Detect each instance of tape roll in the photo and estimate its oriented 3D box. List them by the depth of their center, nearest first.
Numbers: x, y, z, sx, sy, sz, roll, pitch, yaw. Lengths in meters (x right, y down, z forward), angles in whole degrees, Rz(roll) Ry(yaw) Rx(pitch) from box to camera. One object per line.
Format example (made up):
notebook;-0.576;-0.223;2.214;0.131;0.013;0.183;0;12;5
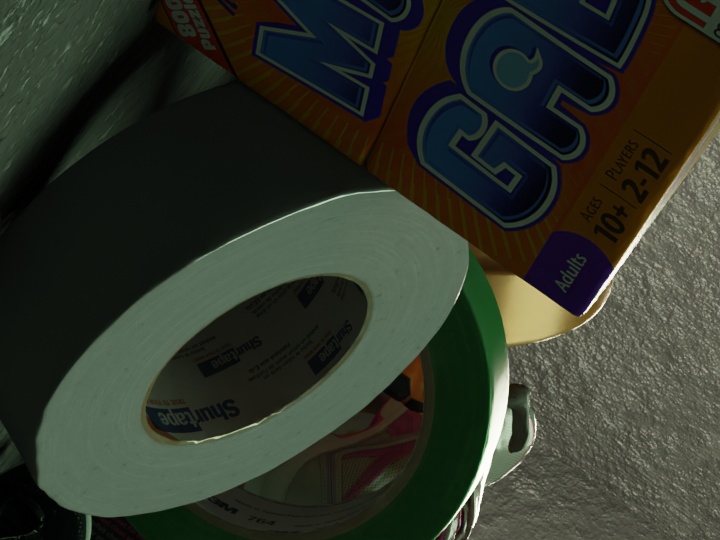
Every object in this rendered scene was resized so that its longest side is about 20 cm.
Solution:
tape roll;-0.056;0.013;0.950;0.200;0.066;0.200;-27;153;-15
tape roll;-0.033;0.048;1.084;0.201;0.200;0.048;-57;175;17

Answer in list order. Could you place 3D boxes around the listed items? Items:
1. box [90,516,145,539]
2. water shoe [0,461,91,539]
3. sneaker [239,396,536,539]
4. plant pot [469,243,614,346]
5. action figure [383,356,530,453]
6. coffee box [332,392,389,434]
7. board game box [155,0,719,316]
box;-0.121;0.140;1.284;0.200;0.122;0.106;-55;172;-1
water shoe;-0.185;0.150;1.089;0.200;0.071;0.079;-51;171;-40
sneaker;0.030;0.117;1.238;0.200;0.088;0.082;-21;130;-41
plant pot;0.043;-0.074;1.154;0.200;0.200;0.140;-46;154;-55
action figure;0.000;0.000;1.239;0.105;0.193;0.200;-56;-161;36
coffee box;-0.024;0.086;1.376;0.114;0.200;0.080;-55;175;11
board game box;0.078;-0.151;0.855;0.200;0.200;0.200;-50;173;-34
